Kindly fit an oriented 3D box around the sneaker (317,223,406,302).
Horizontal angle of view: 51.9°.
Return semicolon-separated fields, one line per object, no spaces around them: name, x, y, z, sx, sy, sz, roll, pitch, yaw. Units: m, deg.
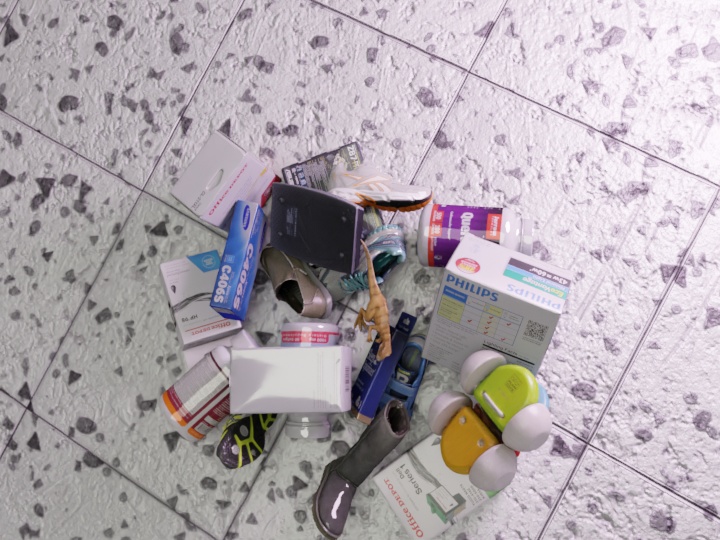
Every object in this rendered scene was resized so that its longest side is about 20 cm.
sneaker;0.000;0.000;1.337;0.199;0.077;0.087;-39;36;19

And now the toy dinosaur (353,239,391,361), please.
toy dinosaur;0.028;0.057;1.279;0.060;0.106;0.202;-6;74;-25

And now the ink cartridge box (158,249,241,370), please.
ink cartridge box;-0.298;0.075;1.401;0.115;0.067;0.202;-16;78;-21

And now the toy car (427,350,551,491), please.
toy car;0.220;0.240;1.174;0.201;0.149;0.175;-54;45;16

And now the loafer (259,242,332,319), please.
loafer;-0.131;0.015;1.368;0.200;0.069;0.076;42;122;33

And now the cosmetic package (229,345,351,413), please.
cosmetic package;-0.118;0.185;1.253;0.197;0.081;0.114;-1;83;11

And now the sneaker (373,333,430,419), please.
sneaker;0.071;0.206;1.321;0.073;0.082;0.202;19;88;11

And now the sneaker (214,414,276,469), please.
sneaker;-0.213;0.295;1.323;0.076;0.200;0.076;-29;99;23

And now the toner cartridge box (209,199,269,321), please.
toner cartridge box;-0.219;-0.017;1.353;0.043;0.095;0.202;10;75;8

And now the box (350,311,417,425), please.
box;0.035;0.164;1.314;0.032;0.121;0.202;26;88;-10

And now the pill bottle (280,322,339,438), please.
pill bottle;-0.093;0.198;1.343;0.107;0.109;0.203;-1;82;12

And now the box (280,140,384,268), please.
box;-0.048;-0.124;1.406;0.159;0.049;0.202;-20;80;10

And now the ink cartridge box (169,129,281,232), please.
ink cartridge box;-0.245;-0.157;1.374;0.083;0.200;0.146;37;91;14

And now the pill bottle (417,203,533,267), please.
pill bottle;0.204;-0.058;1.311;0.197;0.112;0.114;4;83;13

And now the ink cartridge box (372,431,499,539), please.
ink cartridge box;0.141;0.361;1.284;0.199;0.084;0.147;-37;77;4

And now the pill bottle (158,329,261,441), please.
pill bottle;-0.262;0.209;1.357;0.200;0.110;0.110;-41;77;-4

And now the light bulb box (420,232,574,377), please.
light bulb box;0.225;0.076;1.233;0.196;0.125;0.202;22;129;13

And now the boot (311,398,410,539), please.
boot;0.006;0.335;1.254;0.072;0.183;0.200;37;118;-21

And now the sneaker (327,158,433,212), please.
sneaker;0.033;-0.159;1.339;0.197;0.076;0.093;3;78;7

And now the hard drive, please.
hard drive;-0.079;-0.081;1.328;0.198;0.042;0.137;19;114;34
